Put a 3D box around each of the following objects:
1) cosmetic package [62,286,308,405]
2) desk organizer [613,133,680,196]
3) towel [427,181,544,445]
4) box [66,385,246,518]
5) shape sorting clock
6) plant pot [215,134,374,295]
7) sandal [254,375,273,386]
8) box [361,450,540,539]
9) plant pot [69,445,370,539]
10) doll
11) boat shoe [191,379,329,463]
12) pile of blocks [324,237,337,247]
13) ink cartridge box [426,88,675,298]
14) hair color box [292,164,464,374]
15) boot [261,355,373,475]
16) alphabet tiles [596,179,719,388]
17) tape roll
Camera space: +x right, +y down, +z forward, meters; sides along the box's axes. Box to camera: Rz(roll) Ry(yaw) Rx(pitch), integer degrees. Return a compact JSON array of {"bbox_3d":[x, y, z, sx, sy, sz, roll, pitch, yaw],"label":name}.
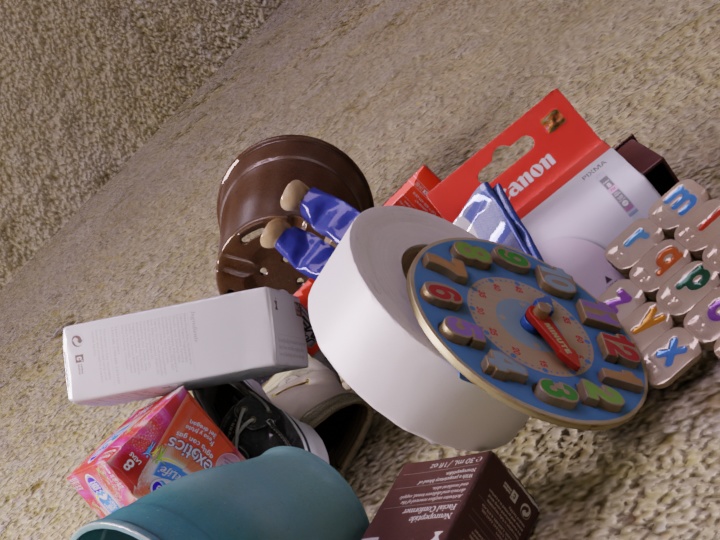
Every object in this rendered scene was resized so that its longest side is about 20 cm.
[{"bbox_3d":[-0.155,0.070,1.204,0.197,0.075,0.102,-10,-8,14],"label":"cosmetic package"},{"bbox_3d":[0.205,-0.029,1.239,0.199,0.072,0.077,-39,22,3],"label":"desk organizer"},{"bbox_3d":[0.087,0.039,1.168,0.200,0.024,0.148,-51,51,34],"label":"towel"},{"bbox_3d":[-0.190,0.184,1.227,0.100,0.096,0.200,-43,6,-24],"label":"box"},{"bbox_3d":[0.126,0.041,0.989,0.039,0.198,0.201,-57,9,29],"label":"shape sorting clock"},{"bbox_3d":[-0.084,-0.033,1.570,0.199,0.201,0.199,-33,18,16],"label":"plant pot"},{"bbox_3d":[-0.072,0.106,1.510,0.074,0.046,0.200,-15,16,38],"label":"sandal"},{"bbox_3d":[0.040,0.230,0.969,0.099,0.075,0.201,-17,31,45],"label":"box"},{"bbox_3d":[-0.092,0.236,1.029,0.199,0.202,0.187,-18,10,46],"label":"plant pot"},{"bbox_3d":[0.000,0.000,1.200,0.199,0.048,0.138,31,95,30],"label":"doll"},{"bbox_3d":[-0.101,0.152,1.231,0.199,0.070,0.073,34,99,51],"label":"boat shoe"},{"bbox_3d":[0.048,-0.027,1.466,0.197,0.083,0.062,-4,18,-8],"label":"pile of blocks"},{"bbox_3d":[0.171,-0.045,1.174,0.162,0.201,0.057,-38,-15,3],"label":"ink cartridge box"},{"bbox_3d":[0.018,0.002,1.280,0.200,0.061,0.102,-45,-20,0],"label":"hair color box"},{"bbox_3d":[-0.081,0.179,1.313,0.200,0.072,0.154,-45,25,-5],"label":"boot"},{"bbox_3d":[0.276,0.002,1.047,0.195,0.015,0.200,-42,35,2],"label":"alphabet tiles"},{"bbox_3d":[0.061,0.041,1.038,0.071,0.201,0.203,-56,10,29],"label":"tape roll"}]
